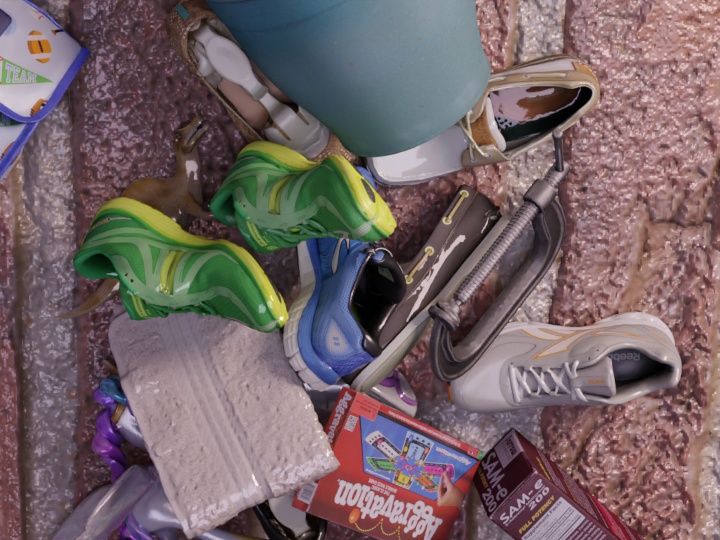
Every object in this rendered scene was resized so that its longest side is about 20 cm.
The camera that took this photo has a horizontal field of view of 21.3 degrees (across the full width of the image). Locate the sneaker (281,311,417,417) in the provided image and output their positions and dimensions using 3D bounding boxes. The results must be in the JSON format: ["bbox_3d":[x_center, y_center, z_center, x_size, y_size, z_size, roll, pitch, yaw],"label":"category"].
[{"bbox_3d":[-0.051,0.087,1.591,0.200,0.075,0.100,24,115,-8],"label":"sneaker"}]

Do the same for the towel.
[{"bbox_3d":[-0.110,0.093,1.477,0.132,0.034,0.200,-25,66,-1],"label":"towel"}]

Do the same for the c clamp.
[{"bbox_3d":[0.110,-0.005,1.536,0.027,0.171,0.200,33,82,23],"label":"c clamp"}]

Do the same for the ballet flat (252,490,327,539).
[{"bbox_3d":[-0.078,0.139,1.521,0.068,0.068,0.200,-31,100,-5],"label":"ballet flat"}]

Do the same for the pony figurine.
[{"bbox_3d":[-0.168,0.189,1.569,0.200,0.167,0.193,35,66,-10],"label":"pony figurine"}]

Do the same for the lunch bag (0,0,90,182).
[{"bbox_3d":[-0.329,-0.140,1.468,0.170,0.124,0.200,37,84,-14],"label":"lunch bag"}]

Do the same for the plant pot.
[{"bbox_3d":[0.000,-0.197,1.460,0.200,0.200,0.188,-31,121,2],"label":"plant pot"}]

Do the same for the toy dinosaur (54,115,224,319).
[{"bbox_3d":[-0.158,-0.026,1.558,0.101,0.058,0.200,32,92,2],"label":"toy dinosaur"}]

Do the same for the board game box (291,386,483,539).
[{"bbox_3d":[0.026,0.170,1.563,0.200,0.019,0.103,29,83,-51],"label":"board game box"}]

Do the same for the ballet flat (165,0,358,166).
[{"bbox_3d":[-0.078,-0.136,1.522,0.200,0.065,0.071,41,95,-15],"label":"ballet flat"}]

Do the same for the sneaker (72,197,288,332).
[{"bbox_3d":[-0.137,0.012,1.460,0.084,0.200,0.074,-53,143,-21],"label":"sneaker"}]

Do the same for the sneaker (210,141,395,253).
[{"bbox_3d":[-0.045,-0.043,1.446,0.084,0.200,0.074,-50,120,-16],"label":"sneaker"}]

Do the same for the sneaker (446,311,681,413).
[{"bbox_3d":[0.172,0.082,1.593,0.200,0.092,0.076,-13,105,-3],"label":"sneaker"}]

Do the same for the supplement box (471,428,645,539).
[{"bbox_3d":[0.191,0.231,1.626,0.200,0.109,0.061,41,97,-14],"label":"supplement box"}]

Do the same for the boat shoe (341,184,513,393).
[{"bbox_3d":[0.044,0.015,1.553,0.061,0.072,0.201,40,71,8],"label":"boat shoe"}]

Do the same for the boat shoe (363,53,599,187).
[{"bbox_3d":[0.097,-0.121,1.544,0.200,0.068,0.075,-25,106,1],"label":"boat shoe"}]

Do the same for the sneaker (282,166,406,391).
[{"bbox_3d":[0.000,0.000,1.500,0.089,0.200,0.079,-18,139,28],"label":"sneaker"}]
